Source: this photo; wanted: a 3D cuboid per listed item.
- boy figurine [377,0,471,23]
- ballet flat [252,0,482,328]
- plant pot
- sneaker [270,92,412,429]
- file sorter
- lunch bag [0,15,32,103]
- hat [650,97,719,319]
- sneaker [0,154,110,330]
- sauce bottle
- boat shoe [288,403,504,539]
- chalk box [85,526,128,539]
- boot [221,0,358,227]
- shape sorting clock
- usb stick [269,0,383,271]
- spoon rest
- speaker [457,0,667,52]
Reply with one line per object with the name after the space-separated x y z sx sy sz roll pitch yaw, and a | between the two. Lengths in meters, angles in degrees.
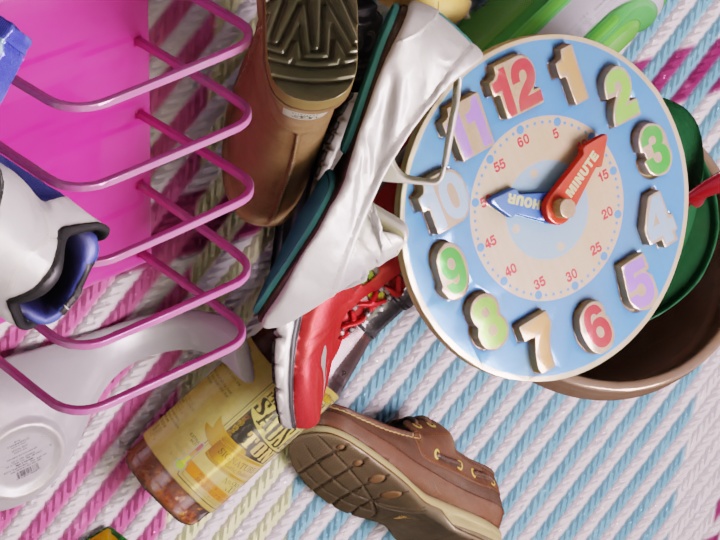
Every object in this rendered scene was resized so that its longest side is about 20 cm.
0.058 -0.196 1.637 0.200 0.064 0.124 -33 139 -59 | boy figurine
0.008 -0.047 1.571 0.069 0.069 0.200 10 110 -49 | ballet flat
0.136 -0.006 1.834 0.201 0.201 0.093 -34 173 -25 | plant pot
0.000 0.000 1.652 0.077 0.085 0.200 -95 -159 -85 | sneaker
-0.137 -0.044 1.532 0.139 0.125 0.200 -25 132 -34 | file sorter
-0.237 -0.074 1.345 0.151 0.200 0.094 -56 140 0 | lunch bag
0.172 -0.074 1.720 0.200 0.166 0.176 -30 171 -24 | hat
-0.192 -0.025 1.420 0.115 0.199 0.081 38 90 -29 | sneaker
-0.049 0.065 1.722 0.200 0.066 0.066 -43 141 4 | sauce bottle
0.024 0.127 1.878 0.200 0.072 0.068 35 55 -44 | boat shoe
-0.152 0.282 1.749 0.124 0.124 0.200 -30 136 -30 | chalk box
-0.041 -0.134 1.574 0.200 0.066 0.175 119 -21 -73 | boot
0.107 -0.035 1.653 0.200 0.039 0.200 -2 94 -29 | shape sorting clock
-0.022 -0.067 1.713 0.055 0.033 0.200 -12 125 -31 | usb stick
-0.162 0.075 1.657 0.200 0.061 0.099 -23 131 -17 | spoon rest
0.098 -0.130 1.742 0.200 0.088 0.088 -44 140 -22 | speaker
